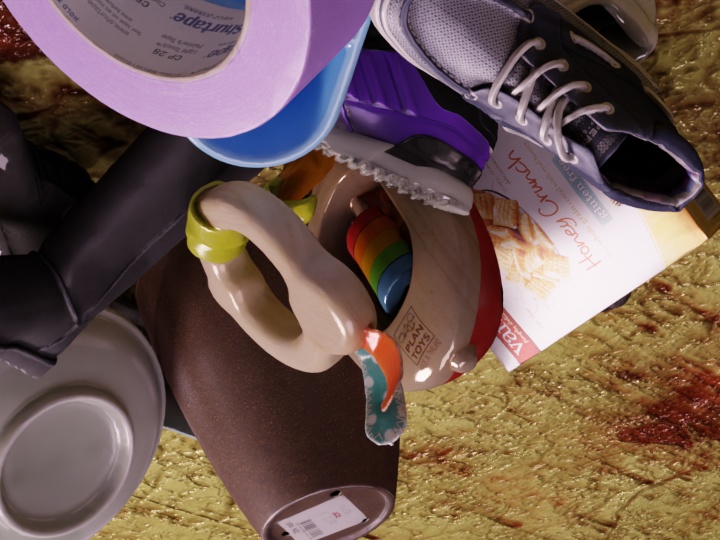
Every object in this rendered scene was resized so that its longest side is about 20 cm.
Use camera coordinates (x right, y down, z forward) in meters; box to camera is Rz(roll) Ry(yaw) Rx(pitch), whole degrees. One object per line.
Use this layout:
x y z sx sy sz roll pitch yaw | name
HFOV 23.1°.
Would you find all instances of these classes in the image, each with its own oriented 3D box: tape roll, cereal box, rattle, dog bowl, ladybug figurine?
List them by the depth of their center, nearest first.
-0.089 -0.162 0.801 0.199 0.066 0.201 23 138 22 | tape roll
-0.043 -0.141 0.910 0.110 0.050 0.201 13 124 -11 | dog bowl
0.000 0.000 1.043 0.142 0.199 0.132 -23 125 -37 | rattle
0.033 -0.005 1.108 0.071 0.201 0.136 7 129 -34 | ladybug figurine
0.121 -0.037 1.137 0.200 0.144 0.039 -40 179 43 | cereal box

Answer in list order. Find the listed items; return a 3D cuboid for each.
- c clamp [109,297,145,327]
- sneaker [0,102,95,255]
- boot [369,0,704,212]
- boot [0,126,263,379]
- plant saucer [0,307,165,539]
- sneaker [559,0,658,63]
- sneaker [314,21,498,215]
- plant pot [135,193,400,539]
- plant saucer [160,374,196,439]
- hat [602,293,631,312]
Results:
-0.138 0.029 1.300 0.170 0.027 0.200 -22 149 25 | c clamp
-0.208 -0.051 1.104 0.090 0.077 0.200 -12 160 -12 | sneaker
0.096 -0.097 0.899 0.199 0.091 0.073 20 117 -34 | boot
-0.157 -0.032 1.045 0.200 0.066 0.165 -41 166 1 | boot
-0.207 0.119 1.169 0.199 0.050 0.202 -19 122 -32 | plant saucer
0.077 -0.156 0.962 0.198 0.082 0.075 3 152 -17 | sneaker
-0.007 -0.117 1.022 0.199 0.100 0.070 27 178 -6 | sneaker
-0.046 0.084 1.214 0.185 0.202 0.188 -12 148 -8 | plant pot
-0.141 0.105 1.350 0.199 0.039 0.201 19 173 2 | plant saucer
0.157 -0.020 1.229 0.198 0.082 0.201 -7 152 -4 | hat
